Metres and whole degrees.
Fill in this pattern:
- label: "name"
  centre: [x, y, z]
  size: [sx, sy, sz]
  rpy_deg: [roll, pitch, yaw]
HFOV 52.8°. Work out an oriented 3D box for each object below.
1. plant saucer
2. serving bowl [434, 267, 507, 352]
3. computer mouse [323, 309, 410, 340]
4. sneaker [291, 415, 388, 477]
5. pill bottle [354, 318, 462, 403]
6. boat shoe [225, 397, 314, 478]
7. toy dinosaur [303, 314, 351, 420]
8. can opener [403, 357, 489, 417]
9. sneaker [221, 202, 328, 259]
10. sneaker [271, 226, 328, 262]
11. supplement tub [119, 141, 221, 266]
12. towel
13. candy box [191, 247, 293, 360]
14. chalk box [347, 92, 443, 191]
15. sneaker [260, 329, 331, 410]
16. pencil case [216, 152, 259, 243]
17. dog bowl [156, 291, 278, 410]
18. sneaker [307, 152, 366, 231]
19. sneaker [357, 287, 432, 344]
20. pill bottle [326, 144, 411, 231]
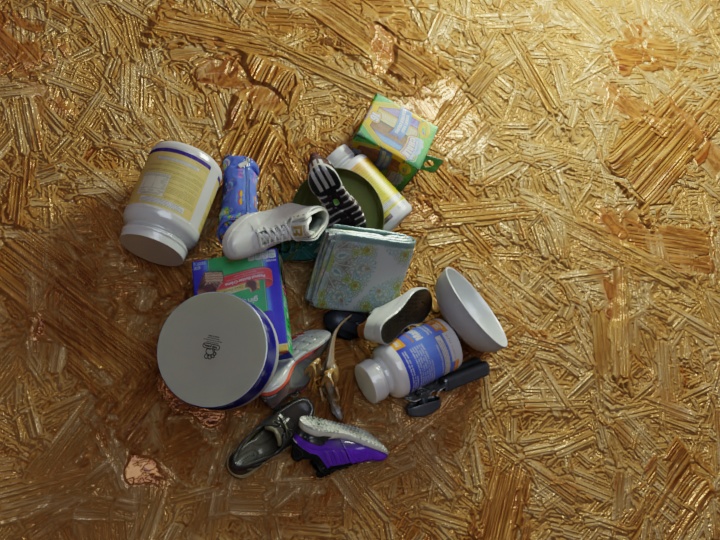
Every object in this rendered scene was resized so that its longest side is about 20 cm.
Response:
- label: "plant saucer"
  centre: [-0.045, -0.109, 1.478]
  size: [0.199, 0.031, 0.201]
  rpy_deg: [3, 101, 15]
- label: "serving bowl"
  centre: [0.216, 0.092, 1.490]
  size: [0.066, 0.200, 0.200]
  rpy_deg: [-39, 86, 17]
- label: "computer mouse"
  centre: [0.021, 0.117, 1.474]
  size: [0.199, 0.034, 0.059]
  rpy_deg: [11, 67, -15]
- label: "sneaker"
  centre: [-0.045, 0.342, 1.360]
  size: [0.199, 0.070, 0.100]
  rpy_deg: [21, 94, -26]
- label: "pill bottle"
  centre: [0.093, 0.182, 1.431]
  size: [0.199, 0.112, 0.113]
  rpy_deg: [-23, 80, -23]
- label: "boat shoe"
  centre: [-0.157, 0.305, 1.330]
  size: [0.073, 0.065, 0.200]
  rpy_deg: [47, 63, 4]
- label: "toy dinosaur"
  centre: [-0.062, 0.185, 1.390]
  size: [0.060, 0.106, 0.202]
  rpy_deg: [2, 89, 17]
- label: "can opener"
  centre: [0.175, 0.240, 1.484]
  size: [0.199, 0.053, 0.067]
  rpy_deg: [-16, 109, -23]
- label: "sneaker"
  centre: [-0.148, -0.076, 1.320]
  size: [0.200, 0.115, 0.074]
  rpy_deg: [-33, 118, -39]
- label: "sneaker"
  centre: [-0.138, -0.048, 1.437]
  size: [0.199, 0.080, 0.078]
  rpy_deg: [-12, 95, -10]
- label: "supplement tub"
  centre: [-0.359, -0.125, 1.369]
  size: [0.145, 0.145, 0.201]
  rpy_deg: [21, 66, -11]
- label: "towel"
  centre: [0.000, 0.000, 1.439]
  size: [0.199, 0.172, 0.048]
  rpy_deg: [7, 26, -26]
- label: "candy box"
  centre: [-0.220, 0.074, 1.355]
  size: [0.168, 0.077, 0.201]
  rpy_deg: [-10, 74, 3]
- label: "chalk box"
  centre: [0.081, -0.264, 1.579]
  size: [0.199, 0.124, 0.124]
  rpy_deg: [29, 65, -6]
- label: "sneaker"
  centre: [-0.124, 0.190, 1.392]
  size: [0.200, 0.077, 0.082]
  rpy_deg: [-41, 126, -37]
- label: "pencil case"
  centre: [-0.236, -0.141, 1.418]
  size: [0.078, 0.087, 0.201]
  rpy_deg: [13, 48, -22]
- label: "dog bowl"
  centre: [-0.247, 0.140, 1.260]
  size: [0.199, 0.079, 0.202]
  rpy_deg: [-2, 77, 7]
- label: "sneaker"
  centre: [-0.049, -0.149, 1.422]
  size: [0.075, 0.201, 0.116]
  rpy_deg: [-22, 39, 2]
- label: "sneaker"
  centre: [0.066, 0.083, 1.454]
  size: [0.200, 0.084, 0.073]
  rpy_deg: [-28, 112, -46]
- label: "pill bottle"
  centre: [0.007, -0.166, 1.527]
  size: [0.109, 0.109, 0.200]
  rpy_deg: [-41, 88, -26]
